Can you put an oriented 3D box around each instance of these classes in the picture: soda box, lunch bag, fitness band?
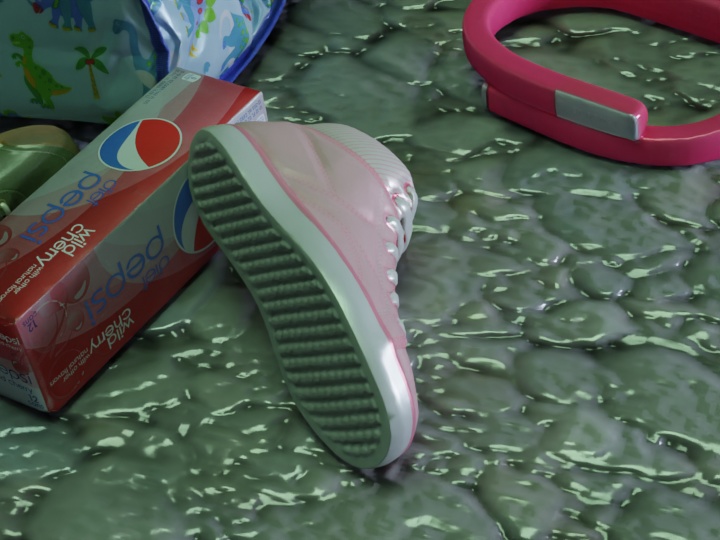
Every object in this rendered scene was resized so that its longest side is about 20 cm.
[{"bbox_3d":[-0.126,-0.021,0.783,0.063,0.070,0.200,19,50,29],"label":"soda box"},{"bbox_3d":[-0.146,-0.180,0.929,0.168,0.129,0.200,8,32,23],"label":"lunch bag"},{"bbox_3d":[0.153,-0.125,0.868,0.199,0.038,0.143,27,52,33],"label":"fitness band"}]

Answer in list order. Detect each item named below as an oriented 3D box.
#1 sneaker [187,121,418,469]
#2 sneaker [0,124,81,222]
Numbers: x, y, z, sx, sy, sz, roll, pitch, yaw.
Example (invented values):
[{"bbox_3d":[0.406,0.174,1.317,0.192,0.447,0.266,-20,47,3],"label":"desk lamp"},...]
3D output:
[{"bbox_3d":[0.000,0.000,0.732,0.104,0.076,0.201,-9,52,-33],"label":"sneaker"},{"bbox_3d":[-0.219,0.006,0.778,0.199,0.067,0.090,-31,45,-12],"label":"sneaker"}]
